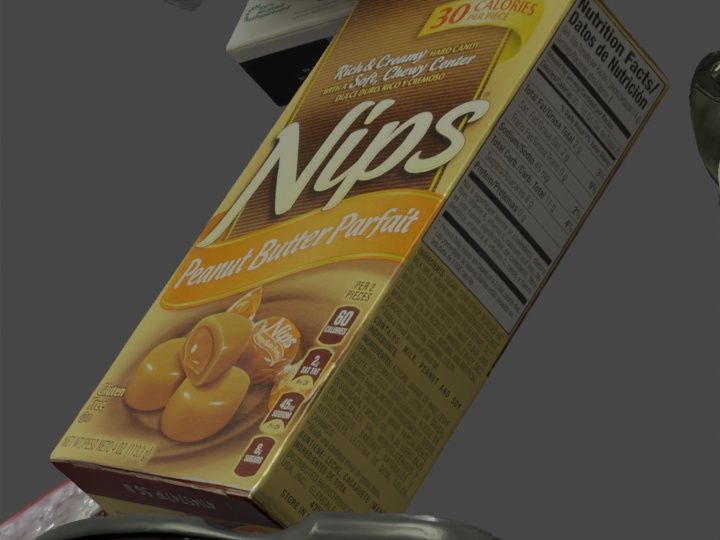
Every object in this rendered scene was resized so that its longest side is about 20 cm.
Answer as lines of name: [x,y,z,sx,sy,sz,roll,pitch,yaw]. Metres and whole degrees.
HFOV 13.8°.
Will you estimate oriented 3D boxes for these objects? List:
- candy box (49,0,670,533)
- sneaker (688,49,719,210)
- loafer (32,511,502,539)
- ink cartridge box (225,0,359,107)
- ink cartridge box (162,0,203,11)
candy box: [0.000,0.000,0.940,0.115,0.055,0.201,4,55,52]
sneaker: [0.167,-0.091,0.840,0.200,0.066,0.091,-42,33,8]
loafer: [-0.039,0.109,0.844,0.199,0.072,0.063,-9,49,41]
ink cartridge box: [0.026,-0.154,1.116,0.099,0.039,0.201,-13,44,42]
ink cartridge box: [-0.061,-0.223,1.247,0.201,0.047,0.160,-60,29,8]
